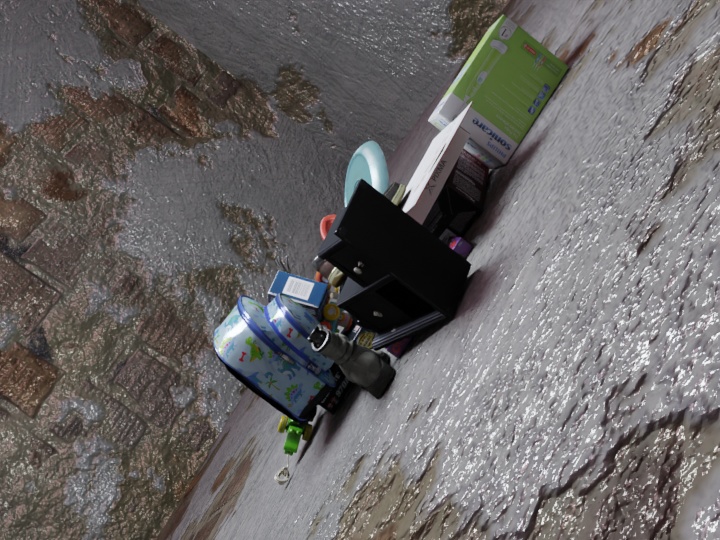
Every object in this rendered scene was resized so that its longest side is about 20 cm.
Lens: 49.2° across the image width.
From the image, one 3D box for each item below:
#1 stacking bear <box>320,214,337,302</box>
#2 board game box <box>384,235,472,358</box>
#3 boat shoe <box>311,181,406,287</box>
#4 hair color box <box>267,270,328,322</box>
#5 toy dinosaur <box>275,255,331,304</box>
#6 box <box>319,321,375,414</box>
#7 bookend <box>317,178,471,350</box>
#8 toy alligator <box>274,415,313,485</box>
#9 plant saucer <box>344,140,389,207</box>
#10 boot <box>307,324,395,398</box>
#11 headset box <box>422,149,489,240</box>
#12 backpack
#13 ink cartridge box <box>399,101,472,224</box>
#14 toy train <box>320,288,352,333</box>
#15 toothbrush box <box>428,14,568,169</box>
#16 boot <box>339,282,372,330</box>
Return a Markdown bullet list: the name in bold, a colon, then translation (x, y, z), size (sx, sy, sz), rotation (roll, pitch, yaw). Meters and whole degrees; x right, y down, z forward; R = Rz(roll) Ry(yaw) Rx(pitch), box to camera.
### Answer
- **stacking bear**: translation (-0.020, -0.003, 1.667), size (0.115, 0.119, 0.203), rotation (-83, -9, -50)
- **board game box**: translation (0.097, 0.037, 1.219), size (0.202, 0.032, 0.120), rotation (-56, 11, -1)
- **boat shoe**: translation (-0.002, -0.069, 1.229), size (0.202, 0.066, 0.072), rotation (-54, -2, -17)
- **hair color box**: translation (-0.119, 0.100, 1.468), size (0.202, 0.098, 0.061), rotation (97, -169, -47)
- **toy dinosaur**: translation (-0.069, 0.037, 1.491), size (0.104, 0.202, 0.181), rotation (-33, 2, -18)
- **box**: translation (-0.033, 0.169, 1.430), size (0.160, 0.046, 0.200), rotation (-56, 6, -5)
- **bookend**: translation (0.013, 0.001, 1.096), size (0.198, 0.199, 0.093), rotation (-29, 30, 54)
- **toy alligator**: translation (-0.115, 0.280, 1.398), size (0.202, 0.058, 0.055), rotation (-78, 7, -46)
- **plant saucer**: translation (0.007, -0.137, 1.458), size (0.200, 0.027, 0.205), rotation (179, 90, -70)
- **boot**: translation (-0.022, 0.123, 1.200), size (0.068, 0.130, 0.200), rotation (-54, 6, -5)
- **headset box**: translation (0.148, -0.114, 1.360), size (0.149, 0.074, 0.201), rotation (-52, 8, 32)
- **backpack**: translation (-0.137, 0.126, 1.313), size (0.148, 0.199, 0.183), rotation (-52, 19, 5)
- **ink cartridge box**: translation (0.116, -0.148, 1.241), size (0.202, 0.043, 0.173), rotation (-61, 9, -18)
- **toy train**: translation (-0.029, 0.072, 1.494), size (0.152, 0.054, 0.202), rotation (96, -169, -47)
- **toothbrush box**: translation (0.233, -0.300, 1.338), size (0.202, 0.144, 0.086), rotation (-57, 7, -4)
- **boot**: translation (0.000, 0.000, 1.323), size (0.075, 0.204, 0.168), rotation (-22, -5, 8)
